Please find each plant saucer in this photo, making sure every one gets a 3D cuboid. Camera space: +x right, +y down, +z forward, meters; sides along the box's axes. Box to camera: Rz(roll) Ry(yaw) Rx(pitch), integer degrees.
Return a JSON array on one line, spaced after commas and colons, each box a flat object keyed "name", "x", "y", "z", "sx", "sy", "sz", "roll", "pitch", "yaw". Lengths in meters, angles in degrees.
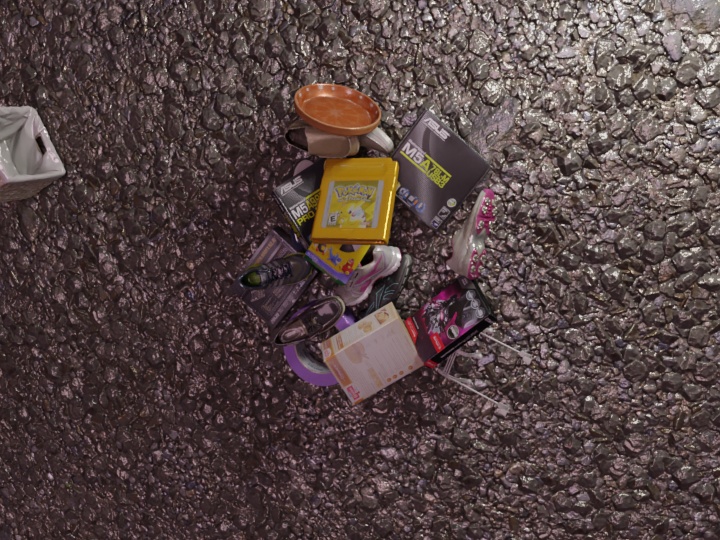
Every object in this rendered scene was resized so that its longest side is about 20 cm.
[{"name": "plant saucer", "x": -0.051, "y": -0.351, "z": 1.379, "sx": 0.195, "sy": 0.201, "sz": 0.033, "roll": 23, "pitch": 129, "yaw": 9}]

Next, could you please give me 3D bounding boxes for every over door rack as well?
[{"name": "over door rack", "x": 0.290, "y": 0.218, "z": 1.455, "sx": 0.197, "sy": 0.066, "sz": 0.152, "roll": 29, "pitch": 108, "yaw": 30}]

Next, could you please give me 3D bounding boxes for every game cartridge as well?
[{"name": "game cartridge", "x": -0.011, "y": -0.152, "z": 1.352, "sx": 0.171, "sy": 0.033, "sz": 0.206, "roll": 2, "pitch": 67, "yaw": 18}]

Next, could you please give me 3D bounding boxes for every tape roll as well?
[{"name": "tape roll", "x": -0.092, "y": 0.179, "z": 1.560, "sx": 0.194, "sy": 0.066, "sz": 0.207, "roll": 3, "pitch": 101, "yaw": 14}]

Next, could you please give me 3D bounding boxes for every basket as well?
[{"name": "basket", "x": -0.919, "y": -0.297, "z": 1.622, "sx": 0.158, "sy": 0.200, "sz": 0.203, "roll": -25, "pitch": 94, "yaw": 23}]

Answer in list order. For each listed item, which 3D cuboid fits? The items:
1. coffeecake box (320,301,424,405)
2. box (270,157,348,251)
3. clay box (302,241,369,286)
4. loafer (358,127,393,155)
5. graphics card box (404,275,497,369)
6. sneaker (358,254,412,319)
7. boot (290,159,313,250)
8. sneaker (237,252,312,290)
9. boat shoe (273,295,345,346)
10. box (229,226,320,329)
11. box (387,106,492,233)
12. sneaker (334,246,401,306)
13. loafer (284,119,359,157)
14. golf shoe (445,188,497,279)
[{"name": "coffeecake box", "x": 0.027, "y": 0.196, "z": 1.465, "sx": 0.196, "sy": 0.074, "sz": 0.155, "roll": -30, "pitch": 119, "yaw": 4}, {"name": "box", "x": -0.084, "y": -0.163, "z": 1.444, "sx": 0.198, "sy": 0.044, "sz": 0.163, "roll": -34, "pitch": 93, "yaw": -19}, {"name": "clay box", "x": -0.028, "y": -0.082, "z": 1.397, "sx": 0.114, "sy": 0.048, "sz": 0.203, "roll": 34, "pitch": 77, "yaw": -6}, {"name": "loafer", "x": -0.016, "y": -0.310, "z": 1.433, "sx": 0.196, "sy": 0.070, "sz": 0.071, "roll": 29, "pitch": 76, "yaw": 16}, {"name": "graphics card box", "x": 0.205, "y": 0.116, "z": 1.443, "sx": 0.198, "sy": 0.050, "sz": 0.127, "roll": -38, "pitch": 51, "yaw": 18}, {"name": "sneaker", "x": 0.060, "y": 0.048, "z": 1.488, "sx": 0.078, "sy": 0.075, "sz": 0.204, "roll": 27, "pitch": 106, "yaw": 10}, {"name": "boot", "x": -0.142, "y": -0.154, "z": 1.502, "sx": 0.071, "sy": 0.090, "sz": 0.207, "roll": 4, "pitch": 78, "yaw": -27}, {"name": "sneaker", "x": -0.206, "y": 0.012, "z": 1.496, "sx": 0.195, "sy": 0.081, "sz": 0.076, "roll": -17, "pitch": 97, "yaw": 17}, {"name": "boat shoe", "x": -0.124, "y": 0.129, "z": 1.490, "sx": 0.196, "sy": 0.065, "sz": 0.073, "roll": -29, "pitch": 93, "yaw": 18}, {"name": "box", "x": -0.212, "y": 0.020, "z": 1.568, "sx": 0.158, "sy": 0.048, "sz": 0.201, "roll": 41, "pitch": 108, "yaw": 5}, {"name": "box", "x": 0.161, "y": -0.222, "z": 1.404, "sx": 0.198, "sy": 0.048, "sz": 0.194, "roll": 38, "pitch": 110, "yaw": -8}, {"name": "sneaker", "x": 0.000, "y": 0.000, "z": 1.470, "sx": 0.087, "sy": 0.082, "sz": 0.200, "roll": 30, "pitch": 116, "yaw": -37}, {"name": "loafer", "x": -0.091, "y": -0.289, "z": 1.404, "sx": 0.195, "sy": 0.068, "sz": 0.078, "roll": 14, "pitch": 125, "yaw": 31}, {"name": "golf shoe", "x": 0.247, "y": -0.087, "z": 1.412, "sx": 0.090, "sy": 0.074, "sz": 0.206, "roll": 15, "pitch": 90, "yaw": 44}]
